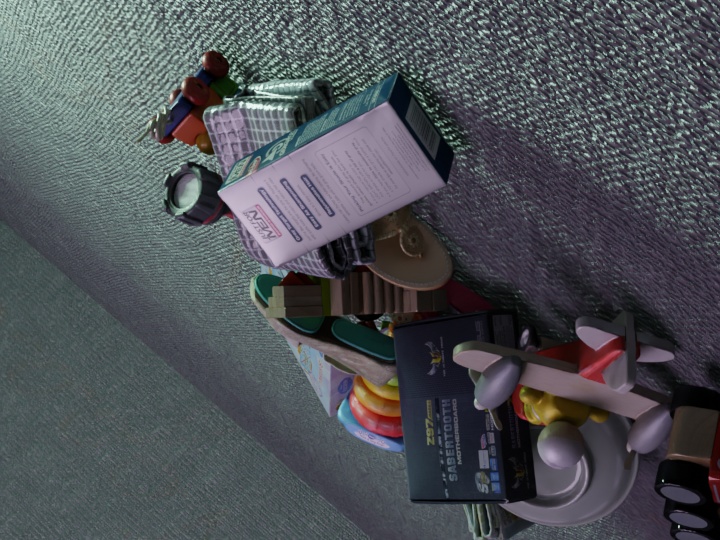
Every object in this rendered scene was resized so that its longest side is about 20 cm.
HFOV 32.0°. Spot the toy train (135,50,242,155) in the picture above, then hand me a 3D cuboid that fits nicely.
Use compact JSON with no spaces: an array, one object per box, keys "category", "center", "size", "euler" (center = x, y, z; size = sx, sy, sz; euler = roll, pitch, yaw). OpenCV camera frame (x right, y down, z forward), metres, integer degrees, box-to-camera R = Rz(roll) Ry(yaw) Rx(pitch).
[{"category":"toy train","center":[-0.169,-0.147,1.377],"size":[0.116,0.201,0.085],"euler":[40,124,-13]}]

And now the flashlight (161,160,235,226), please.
[{"category":"flashlight","center":[-0.136,-0.066,1.426],"size":[0.068,0.068,0.199],"euler":[27,-177,38]}]

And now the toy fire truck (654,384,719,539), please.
[{"category":"toy fire truck","center":[0.369,0.203,1.100],"size":[0.198,0.130,0.176],"euler":[6,152,25]}]

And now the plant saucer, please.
[{"category":"plant saucer","center":[0.201,0.202,1.366],"size":[0.198,0.050,0.202],"euler":[8,115,17]}]

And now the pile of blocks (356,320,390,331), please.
[{"category":"pile of blocks","center":[0.067,0.099,1.630],"size":[0.198,0.063,0.082],"euler":[16,-161,22]}]

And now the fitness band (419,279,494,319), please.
[{"category":"fitness band","center":[0.113,0.062,1.477],"size":[0.143,0.037,0.200],"euler":[35,163,19]}]

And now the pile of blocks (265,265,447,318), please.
[{"category":"pile of blocks","center":[-0.006,0.018,1.377],"size":[0.082,0.198,0.063],"euler":[146,122,-87]}]

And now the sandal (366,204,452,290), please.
[{"category":"sandal","center":[0.010,-0.064,1.333],"size":[0.212,0.078,0.070],"euler":[44,166,22]}]

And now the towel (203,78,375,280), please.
[{"category":"towel","center":[-0.076,-0.095,1.312],"size":[0.165,0.085,0.202],"euler":[11,120,54]}]

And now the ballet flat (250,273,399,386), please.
[{"category":"ballet flat","center":[-0.046,0.075,1.436],"size":[0.199,0.068,0.063],"euler":[29,130,1]}]

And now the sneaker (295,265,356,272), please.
[{"category":"sneaker","center":[0.000,0.000,1.435],"size":[0.199,0.087,0.078],"euler":[-9,132,46]}]

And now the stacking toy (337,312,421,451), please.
[{"category":"stacking toy","center":[0.044,0.109,1.505],"size":[0.115,0.110,0.201],"euler":[21,132,16]}]

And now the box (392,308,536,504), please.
[{"category":"box","center":[0.109,0.149,1.357],"size":[0.157,0.051,0.202],"euler":[-12,81,52]}]

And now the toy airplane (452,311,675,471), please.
[{"category":"toy airplane","center":[0.206,0.117,1.182],"size":[0.198,0.142,0.199],"euler":[6,163,29]}]

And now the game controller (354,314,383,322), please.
[{"category":"game controller","center":[-0.048,-0.007,1.669],"size":[0.200,0.042,0.104],"euler":[40,166,11]}]

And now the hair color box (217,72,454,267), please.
[{"category":"hair color box","center":[-0.023,-0.090,1.166],"size":[0.199,0.061,0.100],"euler":[-25,116,27]}]

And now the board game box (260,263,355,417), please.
[{"category":"board game box","center":[-0.067,0.058,1.602],"size":[0.200,0.041,0.201],"euler":[58,163,25]}]

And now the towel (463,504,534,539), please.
[{"category":"towel","center":[0.160,0.237,1.532],"size":[0.200,0.048,0.173],"euler":[6,-115,-67]}]
